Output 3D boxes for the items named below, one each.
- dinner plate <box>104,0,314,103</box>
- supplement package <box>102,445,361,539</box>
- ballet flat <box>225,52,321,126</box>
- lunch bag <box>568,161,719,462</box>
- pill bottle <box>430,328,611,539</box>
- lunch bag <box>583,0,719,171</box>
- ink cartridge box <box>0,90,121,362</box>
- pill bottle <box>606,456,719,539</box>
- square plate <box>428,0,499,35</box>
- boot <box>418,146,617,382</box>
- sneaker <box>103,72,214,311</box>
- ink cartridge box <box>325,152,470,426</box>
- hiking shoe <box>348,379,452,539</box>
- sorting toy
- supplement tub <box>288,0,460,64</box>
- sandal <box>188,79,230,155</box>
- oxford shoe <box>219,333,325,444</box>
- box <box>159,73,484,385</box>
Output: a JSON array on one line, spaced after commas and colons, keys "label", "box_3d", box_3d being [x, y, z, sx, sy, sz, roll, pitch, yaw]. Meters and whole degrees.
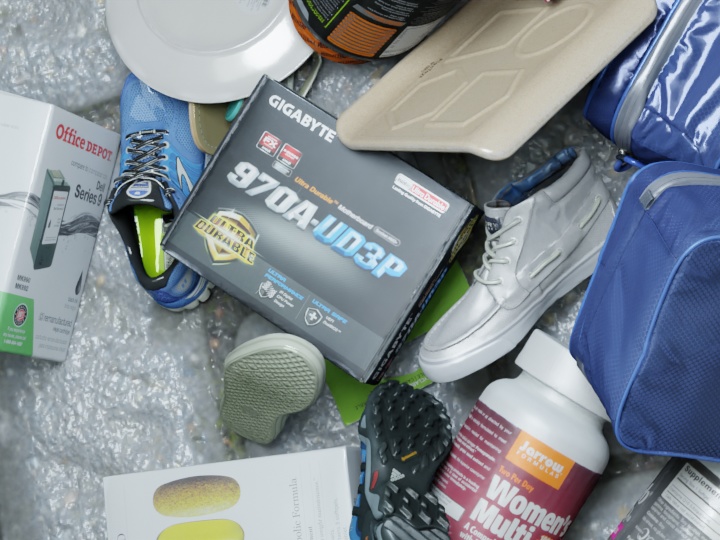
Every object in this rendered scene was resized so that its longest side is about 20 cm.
[{"label": "dinner plate", "box_3d": [-0.112, -0.230, 1.606, 0.199, 0.024, 0.201, -4, 74, 12]}, {"label": "supplement package", "box_3d": [-0.086, 0.204, 1.572, 0.199, 0.110, 0.114, -9, 81, 14]}, {"label": "ballet flat", "box_3d": [-0.058, -0.197, 1.639, 0.063, 0.067, 0.201, 17, 77, -16]}, {"label": "lunch bag", "box_3d": [0.235, 0.018, 1.406, 0.135, 0.132, 0.201, 10, 115, -21]}, {"label": "pill bottle", "box_3d": [0.119, 0.152, 1.523, 0.109, 0.110, 0.200, 32, 93, 16]}, {"label": "lunch bag", "box_3d": [0.250, -0.156, 1.500, 0.132, 0.136, 0.200, 32, 94, 16]}, {"label": "ink cartridge box", "box_3d": [-0.278, -0.036, 1.632, 0.084, 0.146, 0.201, 13, 88, 17]}, {"label": "pill bottle", "box_3d": [0.258, 0.193, 1.478, 0.116, 0.116, 0.200, 39, 94, 16]}, {"label": "square plate", "box_3d": [0.116, -0.266, 1.568, 0.199, 0.028, 0.199, 12, 113, 12]}, {"label": "boot", "box_3d": [0.108, -0.010, 1.525, 0.200, 0.096, 0.073, -40, 30, -15]}, {"label": "sneaker", "box_3d": [-0.162, -0.071, 1.634, 0.078, 0.089, 0.201, -12, 79, 13]}, {"label": "ink cartridge box", "box_3d": [0.000, 0.000, 1.589, 0.147, 0.076, 0.201, -27, 76, 11]}, {"label": "hiking shoe", "box_3d": [0.019, 0.161, 1.487, 0.074, 0.200, 0.087, 24, 124, -12]}, {"label": "sorting toy", "box_3d": [0.098, -0.141, 1.466, 0.185, 0.200, 0.037, -43, 118, -21]}, {"label": "supplement tub", "box_3d": [0.021, -0.232, 1.492, 0.122, 0.200, 0.123, 6, 73, -19]}, {"label": "sandal", "box_3d": [-0.130, -0.195, 1.660, 0.069, 0.078, 0.213, -1, 77, 35]}, {"label": "oxford shoe", "box_3d": [-0.066, 0.079, 1.549, 0.075, 0.200, 0.058, 30, 67, -1]}, {"label": "box", "box_3d": [-0.030, -0.031, 1.538, 0.200, 0.046, 0.159, 33, 93, 16]}]
